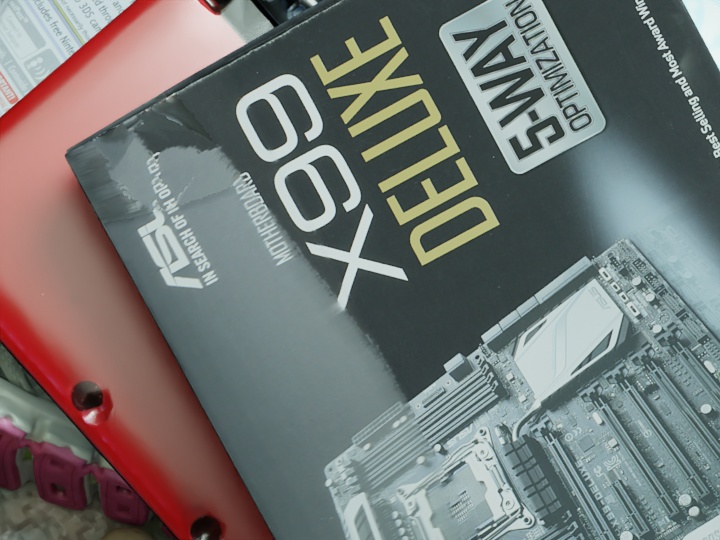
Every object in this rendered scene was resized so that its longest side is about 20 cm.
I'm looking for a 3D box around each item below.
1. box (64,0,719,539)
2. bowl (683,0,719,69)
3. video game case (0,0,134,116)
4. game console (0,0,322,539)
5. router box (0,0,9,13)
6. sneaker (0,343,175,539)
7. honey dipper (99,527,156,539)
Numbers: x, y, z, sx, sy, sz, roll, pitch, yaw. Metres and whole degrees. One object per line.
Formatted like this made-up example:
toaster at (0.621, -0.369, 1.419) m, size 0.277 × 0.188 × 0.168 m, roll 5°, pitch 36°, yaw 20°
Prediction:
box at (0.040, 0.017, 0.658) m, size 0.158 × 0.050 × 0.200 m, roll -28°, pitch 92°, yaw 7°
bowl at (0.134, -0.076, 0.731) m, size 0.200 × 0.108 × 0.200 m, roll 0°, pitch 88°, yaw 12°
video game case at (-0.115, -0.118, 0.825) m, size 0.181 × 0.045 × 0.200 m, roll -32°, pitch 77°, yaw -13°
game console at (0.000, 0.000, 0.747) m, size 0.119 × 0.172 × 0.200 m, roll -40°, pitch 94°, yaw 23°
router box at (-0.182, -0.152, 0.701) m, size 0.179 × 0.200 × 0.049 m, roll 29°, pitch 73°, yaw 5°
sneaker at (-0.061, 0.029, 0.768) m, size 0.200 × 0.074 × 0.087 m, roll 19°, pitch 70°, yaw -4°
honey dipper at (0.013, 0.119, 0.764) m, size 0.200 × 0.038 × 0.038 m, roll 17°, pitch 71°, yaw 3°
